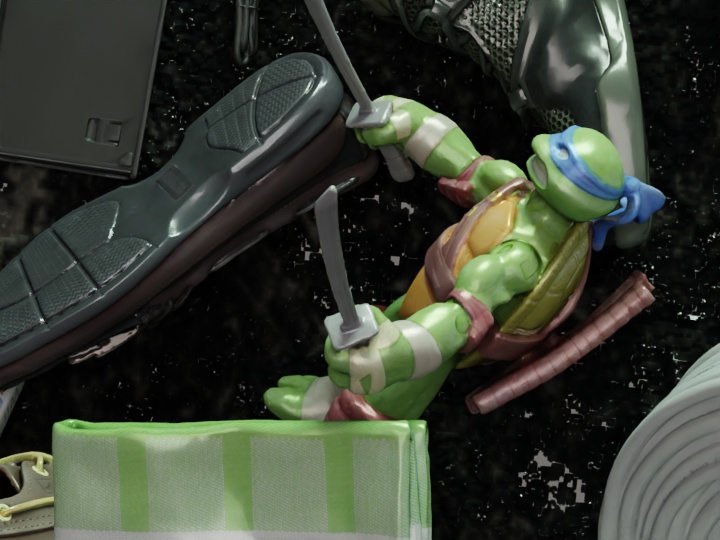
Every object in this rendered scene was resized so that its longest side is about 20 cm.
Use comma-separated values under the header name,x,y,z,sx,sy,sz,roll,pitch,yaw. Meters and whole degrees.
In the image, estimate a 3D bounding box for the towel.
name,x,y,z,sx,sy,sz,roll,pitch,yaw
towel,-0.044,0.156,1.005,0.149,0.031,0.201,-2,96,6

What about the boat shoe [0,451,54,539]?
name,x,y,z,sx,sy,sz,roll,pitch,yaw
boat shoe,-0.140,0.106,1.074,0.072,0.200,0.060,-17,91,47

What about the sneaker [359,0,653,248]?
name,x,y,z,sx,sy,sz,roll,pitch,yaw
sneaker,0.057,-0.096,1.122,0.114,0.076,0.200,-17,82,4

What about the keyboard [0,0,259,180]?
name,x,y,z,sx,sy,sz,roll,pitch,yaw
keyboard,-0.091,-0.139,1.161,0.127,0.021,0.201,9,88,10

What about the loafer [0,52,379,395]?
name,x,y,z,sx,sy,sz,roll,pitch,yaw
loafer,-0.078,-0.007,1.129,0.200,0.072,0.063,-38,124,1

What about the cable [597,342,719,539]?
name,x,y,z,sx,sy,sz,roll,pitch,yaw
cable,0.191,0.112,1.032,0.199,0.069,0.201,13,126,26

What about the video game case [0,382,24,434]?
name,x,y,z,sx,sy,sz,roll,pitch,yaw
video game case,-0.239,0.098,1.101,0.143,0.018,0.200,17,53,5

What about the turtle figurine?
name,x,y,z,sx,sy,sz,roll,pitch,yaw
turtle figurine,0.000,0.000,1.054,0.194,0.199,0.144,-58,45,31
